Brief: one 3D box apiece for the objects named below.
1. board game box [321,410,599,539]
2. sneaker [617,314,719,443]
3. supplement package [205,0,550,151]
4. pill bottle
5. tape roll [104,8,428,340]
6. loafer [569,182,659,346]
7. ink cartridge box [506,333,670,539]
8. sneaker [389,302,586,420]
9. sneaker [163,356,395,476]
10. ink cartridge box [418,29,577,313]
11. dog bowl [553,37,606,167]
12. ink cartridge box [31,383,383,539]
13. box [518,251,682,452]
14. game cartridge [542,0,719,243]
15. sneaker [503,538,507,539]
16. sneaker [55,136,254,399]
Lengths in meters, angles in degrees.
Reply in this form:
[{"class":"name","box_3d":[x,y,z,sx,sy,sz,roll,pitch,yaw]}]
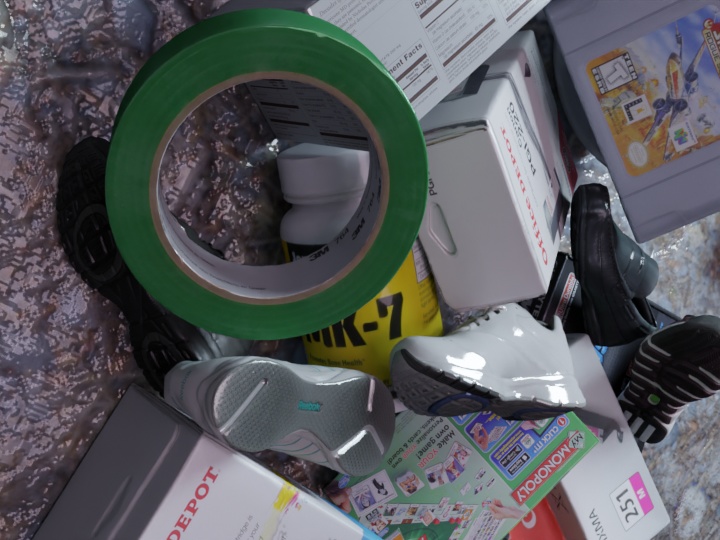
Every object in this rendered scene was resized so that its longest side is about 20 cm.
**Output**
[{"class":"board game box","box_3d":[0.083,0.163,0.805,0.200,0.029,0.135,-43,87,-2]},{"class":"sneaker","box_3d":[0.298,0.070,0.886,0.075,0.201,0.116,33,59,10]},{"class":"supplement package","box_3d":[0.017,-0.195,0.699,0.200,0.155,0.112,-43,120,-19]},{"class":"pill bottle","box_3d":[0.000,0.000,0.747,0.113,0.114,0.203,-21,108,-28]},{"class":"tape roll","box_3d":[-0.057,-0.056,0.598,0.197,0.048,0.204,-4,117,-9]},{"class":"loafer","box_3d":[0.219,-0.004,0.822,0.202,0.069,0.069,64,26,-49]},{"class":"ink cartridge box","box_3d":[0.171,0.186,0.856,0.172,0.043,0.202,-30,100,-24]},{"class":"sneaker","box_3d":[0.093,0.067,0.731,0.198,0.074,0.089,12,65,-44]},{"class":"sneaker","box_3d":[-0.048,0.091,0.657,0.199,0.079,0.072,26,78,-48]},{"class":"ink cartridge box","box_3d":[0.105,-0.084,0.762,0.147,0.084,0.201,66,31,-23]},{"class":"dog bowl","box_3d":[0.266,-0.183,0.837,0.078,0.199,0.204,-21,109,-29]},{"class":"ink cartridge box","box_3d":[-0.106,0.205,0.693,0.199,0.145,0.148,39,77,-31]},{"class":"box","box_3d":[0.219,0.108,0.948,0.197,0.049,0.203,26,83,-34]},{"class":"game cartridge","box_3d":[0.237,-0.137,0.733,0.132,0.042,0.203,-22,97,19]},{"class":"sneaker","box_3d":[0.094,0.238,0.871,0.197,0.075,0.107,8,94,-33]},{"class":"sneaker","box_3d":[-0.143,-0.005,0.685,0.091,0.075,0.202,-42,112,-50]}]
